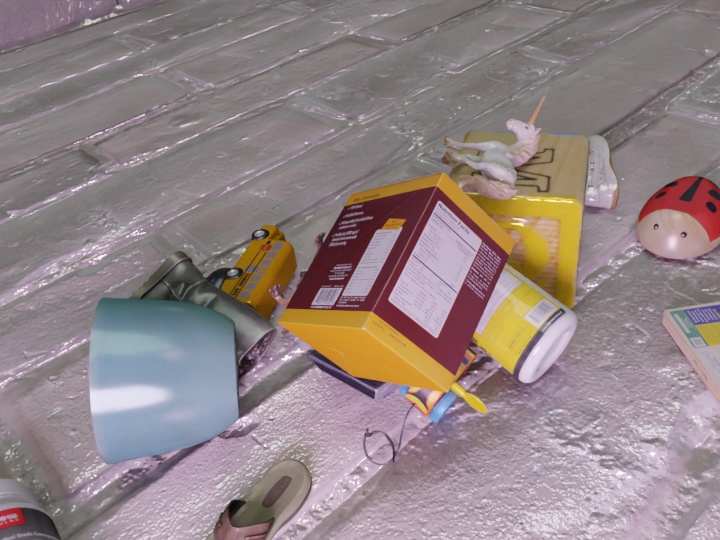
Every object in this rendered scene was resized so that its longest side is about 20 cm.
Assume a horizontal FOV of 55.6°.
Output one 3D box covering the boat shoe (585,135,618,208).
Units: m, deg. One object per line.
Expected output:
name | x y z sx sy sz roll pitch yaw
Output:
boat shoe | 0.416 -0.185 1.242 0.069 0.071 0.201 0 38 7

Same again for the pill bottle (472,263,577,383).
pill bottle | 0.177 0.047 0.909 0.112 0.112 0.200 -33 58 -30

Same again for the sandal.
sandal | -0.127 0.276 0.742 0.079 0.058 0.201 12 41 25

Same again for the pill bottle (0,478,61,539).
pill bottle | -0.355 0.311 0.689 0.113 0.115 0.200 -28 42 -26

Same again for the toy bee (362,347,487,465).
toy bee | 0.096 0.143 0.831 0.130 0.109 0.201 23 46 -1

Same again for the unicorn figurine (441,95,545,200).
unicorn figurine | 0.181 -0.155 0.939 0.136 0.074 0.201 6 52 3

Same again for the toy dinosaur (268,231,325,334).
toy dinosaur | -0.040 0.042 0.965 0.200 0.086 0.136 -46 71 10

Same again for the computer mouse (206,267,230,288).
computer mouse | -0.262 0.054 1.082 0.058 0.034 0.200 14 43 25

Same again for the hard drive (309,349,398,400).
hard drive | 0.039 0.095 0.964 0.134 0.043 0.200 22 45 34

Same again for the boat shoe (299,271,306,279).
boat shoe | 0.000 0.000 1.033 0.199 0.066 0.072 -19 9 13

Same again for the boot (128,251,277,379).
boot | -0.243 0.091 0.984 0.200 0.073 0.182 42 94 12

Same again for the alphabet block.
alphabet block | 0.239 -0.082 1.039 0.195 0.196 0.200 4 37 19

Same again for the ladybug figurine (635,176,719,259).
ladybug figurine | 0.523 -0.094 1.100 0.135 0.072 0.200 18 44 31

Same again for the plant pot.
plant pot | -0.233 0.130 0.852 0.160 0.202 0.201 -3 36 -10

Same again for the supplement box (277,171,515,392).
supplement box | 0.040 0.014 0.812 0.197 0.133 0.201 -3 53 57

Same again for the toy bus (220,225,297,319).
toy bus | -0.161 0.008 1.097 0.078 0.065 0.201 5 39 17

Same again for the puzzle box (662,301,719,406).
puzzle box | 0.494 0.112 0.872 0.132 0.026 0.201 -8 37 0
